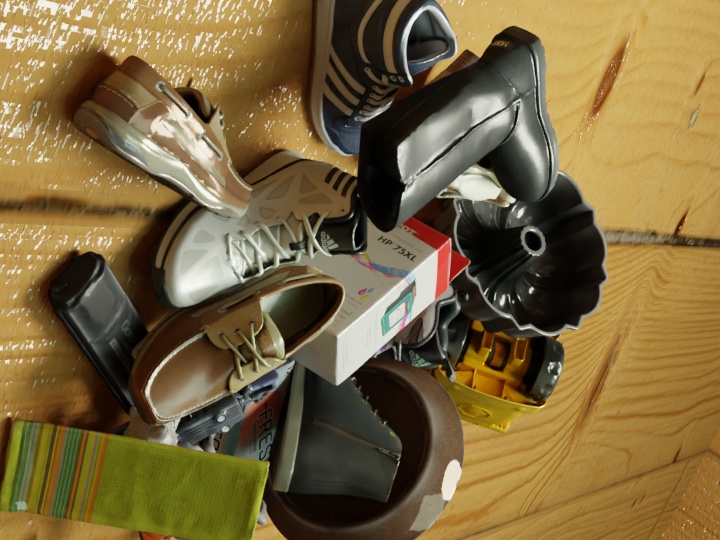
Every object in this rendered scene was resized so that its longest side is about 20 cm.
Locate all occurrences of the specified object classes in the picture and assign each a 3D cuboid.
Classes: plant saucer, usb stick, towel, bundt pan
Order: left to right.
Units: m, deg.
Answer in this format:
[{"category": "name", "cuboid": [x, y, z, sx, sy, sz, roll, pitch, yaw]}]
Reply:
[{"category": "usb stick", "cuboid": [-0.190, 0.055, 1.151, 0.056, 0.033, 0.200, -56, 154, -21]}, {"category": "towel", "cuboid": [-0.176, 0.167, 1.145, 0.018, 0.199, 0.086, -91, -166, -60]}, {"category": "plant saucer", "cuboid": [-0.006, 0.163, 1.345, 0.200, 0.200, 0.035, -52, 147, -13]}, {"category": "bundt pan", "cuboid": [0.157, -0.020, 1.528, 0.202, 0.202, 0.076, -38, -176, -36]}]

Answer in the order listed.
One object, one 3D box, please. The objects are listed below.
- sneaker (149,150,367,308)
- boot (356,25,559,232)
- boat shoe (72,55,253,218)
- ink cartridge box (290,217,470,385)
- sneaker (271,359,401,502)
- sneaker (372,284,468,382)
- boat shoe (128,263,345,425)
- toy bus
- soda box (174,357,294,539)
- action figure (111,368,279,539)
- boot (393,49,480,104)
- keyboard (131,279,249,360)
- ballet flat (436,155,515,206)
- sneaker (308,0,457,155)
[{"category": "sneaker", "cuboid": [-0.067, -0.031, 1.166, 0.200, 0.115, 0.076, -41, 130, -38]}, {"category": "boot", "cuboid": [0.081, -0.087, 1.212, 0.200, 0.065, 0.165, -42, 131, -39]}, {"category": "boat shoe", "cuboid": [-0.125, -0.094, 1.065, 0.072, 0.076, 0.200, -60, 155, -2]}, {"category": "ink cartridge box", "cuboid": [0.000, 0.000, 1.330, 0.200, 0.116, 0.067, -40, 147, -34]}, {"category": "sneaker", "cuboid": [-0.015, 0.124, 1.320, 0.075, 0.106, 0.200, 109, -8, -45]}, {"category": "sneaker", "cuboid": [0.028, 0.082, 1.436, 0.200, 0.140, 0.078, -55, 154, -9]}, {"category": "boat shoe", "cuboid": [-0.092, 0.051, 1.161, 0.200, 0.074, 0.076, -38, 112, -34]}, {"category": "toy bus", "cuboid": [0.144, 0.079, 1.649, 0.192, 0.135, 0.201, 115, -8, -62]}, {"category": "soda box", "cuboid": [-0.123, 0.155, 1.329, 0.064, 0.068, 0.201, -24, 136, -52]}, {"category": "action figure", "cuboid": [-0.131, 0.172, 1.221, 0.200, 0.105, 0.194, -32, 134, -5]}, {"category": "boot", "cuboid": [0.082, -0.124, 1.412, 0.146, 0.070, 0.200, -53, 153, 2]}, {"category": "keyboard", "cuboid": [-0.115, 0.026, 1.216, 0.200, 0.011, 0.056, -50, 130, -39]}, {"category": "ballet flat", "cuboid": [0.109, -0.086, 1.354, 0.200, 0.072, 0.072, 2, 116, -57]}, {"category": "sneaker", "cuboid": [0.019, -0.156, 1.206, 0.070, 0.108, 0.200, -40, 148, -32]}]
